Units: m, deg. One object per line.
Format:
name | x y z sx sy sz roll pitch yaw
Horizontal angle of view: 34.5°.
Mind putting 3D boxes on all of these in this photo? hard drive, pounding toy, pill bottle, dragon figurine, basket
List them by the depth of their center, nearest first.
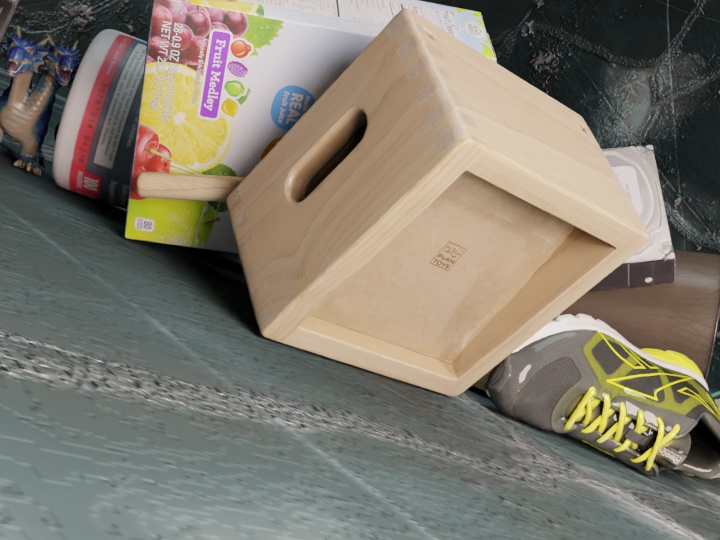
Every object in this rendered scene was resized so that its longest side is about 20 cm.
pounding toy | 0.011 -0.034 0.653 0.184 0.200 0.143 22 37 -40
pill bottle | -0.107 -0.085 0.834 0.199 0.120 0.120 19 5 -6
dragon figurine | -0.243 -0.131 0.861 0.059 0.100 0.200 24 4 -16
hard drive | 0.164 -0.041 1.011 0.199 0.140 0.038 -6 -42 11
basket | 0.215 0.035 1.049 0.199 0.137 0.180 11 2 14

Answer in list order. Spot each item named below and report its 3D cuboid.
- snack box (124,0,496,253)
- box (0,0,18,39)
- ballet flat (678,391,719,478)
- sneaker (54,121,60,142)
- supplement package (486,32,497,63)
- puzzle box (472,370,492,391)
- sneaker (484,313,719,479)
snack box | -0.036 -0.089 0.717 0.199 0.169 0.068 7 37 -11
box | -0.249 -0.203 0.786 0.048 0.159 0.200 24 -27 -21
ballet flat | 0.268 0.135 0.913 0.063 0.067 0.200 58 20 19
sneaker | -0.172 -0.075 0.943 0.090 0.070 0.200 -16 40 -41
supplement package | 0.050 -0.118 0.976 0.117 0.117 0.201 14 38 -17
puzzle box | 0.039 0.045 0.823 0.199 0.026 0.133 24 4 -17
sneaker | 0.170 0.085 0.743 0.199 0.075 0.085 10 30 -34
